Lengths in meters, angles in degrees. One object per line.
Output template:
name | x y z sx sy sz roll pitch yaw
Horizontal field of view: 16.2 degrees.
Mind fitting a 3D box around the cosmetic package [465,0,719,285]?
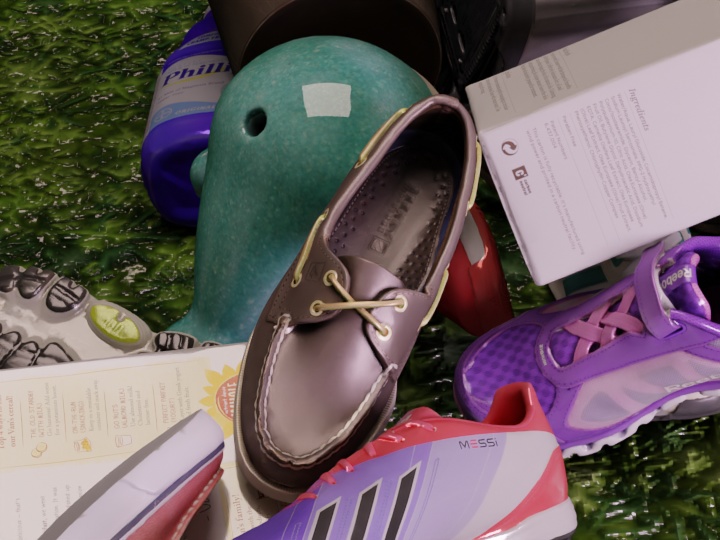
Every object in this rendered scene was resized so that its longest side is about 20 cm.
cosmetic package | 0.156 -0.078 1.189 0.199 0.085 0.108 -20 15 6

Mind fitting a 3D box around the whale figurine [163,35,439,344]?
whale figurine | -0.042 -0.023 1.237 0.159 0.104 0.200 36 94 39

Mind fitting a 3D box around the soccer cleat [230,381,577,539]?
soccer cleat | 0.010 0.096 1.050 0.200 0.073 0.068 -9 -2 -43

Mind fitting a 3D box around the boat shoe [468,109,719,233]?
boat shoe | 0.157 -0.063 1.392 0.199 0.072 0.068 14 31 10

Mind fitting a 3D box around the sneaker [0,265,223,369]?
sneaker | -0.101 0.066 1.202 0.200 0.085 0.077 33 72 19

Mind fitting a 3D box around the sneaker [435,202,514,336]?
sneaker | 0.000 0.000 1.314 0.115 0.079 0.200 -21 22 -10

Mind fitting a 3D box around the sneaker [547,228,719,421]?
sneaker | 0.134 -0.006 1.268 0.070 0.094 0.200 -9 33 -8

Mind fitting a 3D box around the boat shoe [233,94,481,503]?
boat shoe | 0.001 0.008 1.112 0.072 0.060 0.200 26 59 2

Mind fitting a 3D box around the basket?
basket | -0.026 -0.174 1.425 0.136 0.180 0.200 -36 41 21

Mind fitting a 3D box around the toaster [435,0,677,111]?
toaster | 0.114 -0.158 1.439 0.129 0.200 0.114 -8 66 -17

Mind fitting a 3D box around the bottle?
bottle | -0.078 -0.100 1.473 0.083 0.065 0.200 -6 31 7

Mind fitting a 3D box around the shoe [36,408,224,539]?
shoe | -0.103 0.149 1.031 0.200 0.091 0.071 -46 7 -35

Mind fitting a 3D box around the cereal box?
cereal box | -0.104 0.108 1.108 0.199 0.040 0.144 -6 62 -3

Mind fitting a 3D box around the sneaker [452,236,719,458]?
sneaker | 0.135 0.026 1.167 0.200 0.089 0.081 -14 62 11
